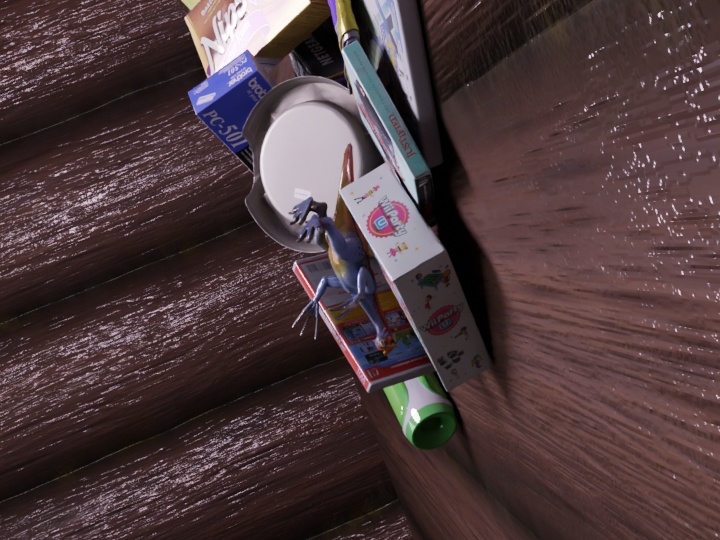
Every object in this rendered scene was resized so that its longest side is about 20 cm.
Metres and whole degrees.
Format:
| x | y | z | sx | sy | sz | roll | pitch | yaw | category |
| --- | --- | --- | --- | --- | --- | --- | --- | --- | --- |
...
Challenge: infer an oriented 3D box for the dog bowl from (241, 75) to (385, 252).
| x | y | z | sx | sy | sz | roll | pitch | yaw | category |
| --- | --- | --- | --- | --- | --- | --- | --- | --- | --- |
| -0.050 | -0.126 | 1.164 | 0.058 | 0.197 | 0.204 | -14 | -100 | -63 | dog bowl |

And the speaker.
| x | y | z | sx | sy | sz | roll | pitch | yaw | category |
| --- | --- | --- | --- | --- | --- | --- | --- | --- | --- |
| 0.074 | 0.170 | 1.463 | 0.201 | 0.087 | 0.090 | -119 | 10 | -49 | speaker |

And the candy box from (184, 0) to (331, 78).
| x | y | z | sx | sy | sz | roll | pitch | yaw | category |
| --- | --- | --- | --- | --- | --- | --- | --- | --- | --- |
| -0.126 | -0.318 | 1.203 | 0.056 | 0.199 | 0.119 | -9 | -108 | -51 | candy box |

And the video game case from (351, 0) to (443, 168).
| x | y | z | sx | sy | sz | roll | pitch | yaw | category |
| --- | --- | --- | --- | --- | --- | --- | --- | --- | --- |
| 0.023 | -0.225 | 0.925 | 0.183 | 0.022 | 0.202 | -118 | 9 | -48 | video game case |

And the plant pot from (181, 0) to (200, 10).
| x | y | z | sx | sy | sz | roll | pitch | yaw | category |
| --- | --- | --- | --- | --- | --- | --- | --- | --- | --- |
| -0.170 | -0.402 | 1.351 | 0.186 | 0.198 | 0.201 | 54 | 169 | 17 | plant pot |

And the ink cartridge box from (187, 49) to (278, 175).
| x | y | z | sx | sy | sz | roll | pitch | yaw | category |
| --- | --- | --- | --- | --- | --- | --- | --- | --- | --- |
| -0.125 | -0.182 | 1.240 | 0.200 | 0.093 | 0.045 | 46 | -165 | -54 | ink cartridge box |

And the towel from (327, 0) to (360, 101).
| x | y | z | sx | sy | sz | roll | pitch | yaw | category |
| --- | --- | --- | --- | --- | --- | --- | --- | --- | --- |
| -0.029 | -0.291 | 1.001 | 0.144 | 0.022 | 0.204 | 73 | -178 | -77 | towel |

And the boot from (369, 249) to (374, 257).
| x | y | z | sx | sy | sz | roll | pitch | yaw | category |
| --- | --- | --- | --- | --- | --- | --- | --- | --- | --- |
| 0.004 | -0.036 | 1.216 | 0.199 | 0.075 | 0.074 | 41 | 158 | 30 | boot |

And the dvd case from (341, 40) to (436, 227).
| x | y | z | sx | sy | sz | roll | pitch | yaw | category |
| --- | --- | --- | --- | --- | --- | --- | --- | --- | --- |
| 0.033 | -0.128 | 0.984 | 0.148 | 0.022 | 0.200 | 62 | -179 | 12 | dvd case |

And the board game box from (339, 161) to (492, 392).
| x | y | z | sx | sy | sz | roll | pitch | yaw | category |
| --- | --- | --- | --- | --- | --- | --- | --- | --- | --- |
| 0.061 | 0.009 | 1.024 | 0.149 | 0.063 | 0.201 | 61 | 179 | 43 | board game box |

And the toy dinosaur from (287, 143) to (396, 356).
| x | y | z | sx | sy | sz | roll | pitch | yaw | category |
| --- | --- | --- | --- | --- | --- | --- | --- | --- | --- |
| 0.000 | 0.000 | 1.087 | 0.181 | 0.201 | 0.105 | 40 | 177 | -30 | toy dinosaur |

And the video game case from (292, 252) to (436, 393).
| x | y | z | sx | sy | sz | roll | pitch | yaw | category |
| --- | --- | --- | --- | --- | --- | --- | --- | --- | --- |
| 0.022 | 0.049 | 1.188 | 0.201 | 0.141 | 0.018 | 56 | 144 | 32 | video game case |

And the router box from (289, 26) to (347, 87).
| x | y | z | sx | sy | sz | roll | pitch | yaw | category |
| --- | --- | --- | --- | --- | --- | --- | --- | --- | --- |
| -0.039 | -0.224 | 1.301 | 0.201 | 0.051 | 0.160 | -120 | 12 | -54 | router box |
